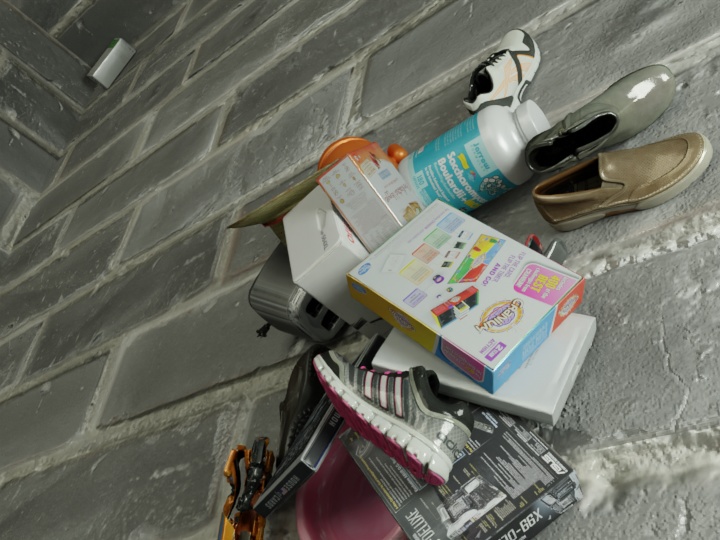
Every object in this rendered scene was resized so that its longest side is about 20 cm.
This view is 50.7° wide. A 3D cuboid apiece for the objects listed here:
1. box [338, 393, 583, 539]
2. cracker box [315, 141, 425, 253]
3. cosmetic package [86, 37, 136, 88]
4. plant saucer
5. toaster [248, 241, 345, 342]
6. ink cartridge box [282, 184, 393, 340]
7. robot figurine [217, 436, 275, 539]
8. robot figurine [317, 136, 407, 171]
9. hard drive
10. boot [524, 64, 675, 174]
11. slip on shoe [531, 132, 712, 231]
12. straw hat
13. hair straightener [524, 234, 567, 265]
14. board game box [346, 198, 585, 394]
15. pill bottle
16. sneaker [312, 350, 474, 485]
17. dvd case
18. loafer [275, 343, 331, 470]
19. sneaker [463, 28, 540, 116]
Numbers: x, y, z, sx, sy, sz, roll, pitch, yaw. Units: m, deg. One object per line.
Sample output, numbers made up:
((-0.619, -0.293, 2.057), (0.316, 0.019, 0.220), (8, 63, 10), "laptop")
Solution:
((0.092, 0.193, 0.753), (0.157, 0.050, 0.200), (-35, 41, -10), "box")
((0.043, -0.060, 0.952), (0.058, 0.200, 0.134), (-35, 4, 21), "cracker box")
((-1.027, -0.854, 3.133), (0.200, 0.085, 0.107), (-56, 35, -9), "cosmetic package")
((0.012, 0.245, 0.868), (0.200, 0.051, 0.201), (-31, 39, 29), "plant saucer")
((-0.075, 0.023, 1.126), (0.129, 0.114, 0.200), (14, 64, 52), "toaster")
((0.000, 0.000, 0.978), (0.084, 0.200, 0.146), (-39, 35, 17), "ink cartridge box")
((-0.144, 0.302, 0.927), (0.145, 0.058, 0.201), (100, 177, -67), "robot figurine")
((0.002, -0.142, 1.191), (0.144, 0.116, 0.200), (-66, 31, 17), "robot figurine")
((0.129, 0.080, 0.799), (0.199, 0.026, 0.132), (11, 47, 32), "hard drive")
((0.277, -0.165, 0.858), (0.200, 0.068, 0.131), (-32, 4, 12), "boot")
((0.290, -0.108, 0.860), (0.200, 0.061, 0.076), (-20, 44, 39), "slip on shoe")
((-0.088, -0.074, 1.071), (0.201, 0.085, 0.201), (-30, 8, 5), "straw hat")
((0.186, 0.046, 0.847), (0.077, 0.041, 0.200), (9, 58, 45), "hair straightener")
((0.108, 0.018, 0.802), (0.153, 0.040, 0.200), (-39, 53, -24), "board game box")
((0.155, -0.146, 1.012), (0.200, 0.111, 0.111), (-29, 39, 31), "pill bottle")
((0.034, 0.128, 0.760), (0.087, 0.074, 0.200), (-42, 45, -19), "sneaker")
((-0.044, 0.179, 0.883), (0.150, 0.025, 0.200), (-53, 1, 45), "dvd case")
((-0.073, 0.197, 1.008), (0.071, 0.073, 0.201), (-35, 32, 43), "loafer")
((0.208, -0.292, 1.120), (0.074, 0.080, 0.201), (-14, 47, 45), "sneaker")
